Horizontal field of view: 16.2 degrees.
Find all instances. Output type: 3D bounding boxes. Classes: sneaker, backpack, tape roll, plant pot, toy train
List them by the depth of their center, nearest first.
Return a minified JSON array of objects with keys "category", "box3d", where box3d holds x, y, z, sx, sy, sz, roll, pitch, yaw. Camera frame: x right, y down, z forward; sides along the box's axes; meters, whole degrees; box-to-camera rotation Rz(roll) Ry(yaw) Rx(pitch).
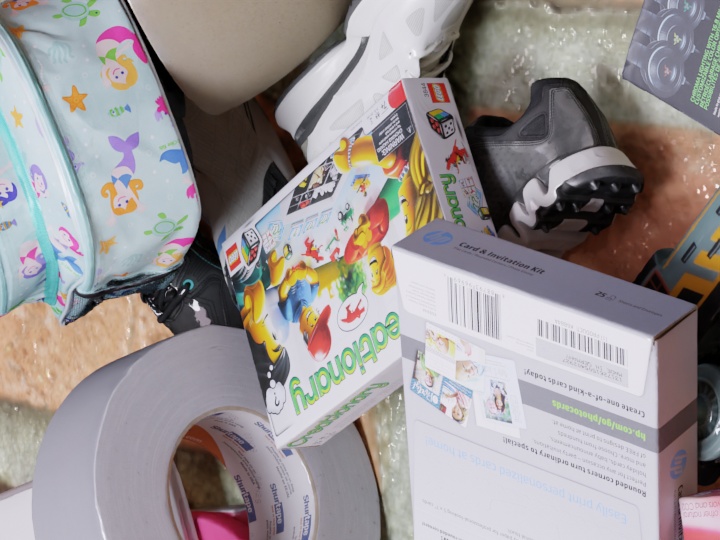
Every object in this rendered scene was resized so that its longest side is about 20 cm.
[{"category":"toy train","box3d":[0.193,0.008,1.197,0.200,0.085,0.114,-59,44,34]},{"category":"sneaker","box3d":[0.072,-0.032,1.340,0.200,0.066,0.091,-45,52,44]},{"category":"sneaker","box3d":[0.037,-0.093,1.377,0.116,0.075,0.201,59,141,14]},{"category":"plant pot","box3d":[-0.056,-0.203,1.393,0.134,0.200,0.201,-21,76,11]},{"category":"backpack","box3d":[-0.167,-0.068,1.408,0.179,0.150,0.200,68,159,6]},{"category":"tape roll","box3d":[-0.084,0.135,1.427,0.066,0.199,0.202,-24,77,46]},{"category":"sneaker","box3d":[-0.065,-0.043,1.499,0.072,0.072,0.201,-28,83,11]},{"category":"sneaker","box3d":[-0.127,-0.006,1.552,0.075,0.079,0.201,-50,60,39]}]

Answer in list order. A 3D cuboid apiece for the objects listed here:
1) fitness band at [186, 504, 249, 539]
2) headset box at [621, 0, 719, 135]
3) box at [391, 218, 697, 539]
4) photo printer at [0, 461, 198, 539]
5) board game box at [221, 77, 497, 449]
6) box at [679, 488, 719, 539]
[{"category":"fitness band","box3d":[-0.101,0.221,1.579,0.199,0.037,0.145,-13,85,49]},{"category":"headset box","box3d":[0.234,-0.090,1.064,0.200,0.173,0.093,36,121,39]},{"category":"box","box3d":[0.090,0.089,1.225,0.155,0.041,0.201,19,125,37]},{"category":"photo printer","box3d":[-0.176,0.207,1.583,0.200,0.069,0.167,-23,80,48]},{"category":"board game box","box3d":[0.000,0.000,1.349,0.200,0.034,0.127,-40,60,49]},{"category":"box","box3d":[0.250,0.138,1.131,0.199,0.095,0.100,-9,88,48]}]
